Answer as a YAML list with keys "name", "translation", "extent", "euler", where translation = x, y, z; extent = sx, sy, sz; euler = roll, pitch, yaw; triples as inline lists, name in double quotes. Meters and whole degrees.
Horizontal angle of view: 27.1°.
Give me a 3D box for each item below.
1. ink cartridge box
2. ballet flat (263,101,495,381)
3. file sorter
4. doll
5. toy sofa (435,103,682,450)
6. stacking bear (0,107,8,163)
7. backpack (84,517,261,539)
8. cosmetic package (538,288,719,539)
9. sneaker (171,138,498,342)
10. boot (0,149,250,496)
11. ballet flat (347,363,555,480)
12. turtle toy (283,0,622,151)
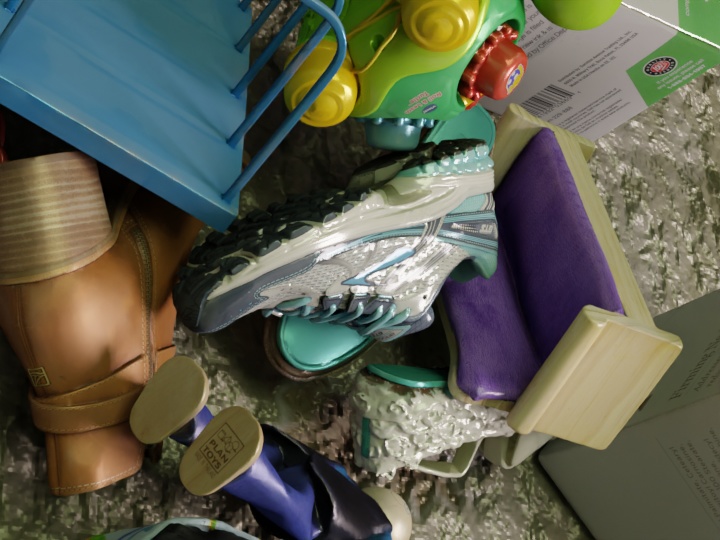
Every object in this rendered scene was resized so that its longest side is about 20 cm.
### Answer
- name: "ink cartridge box"
  translation: [0.106, -0.167, 0.922]
  extent: [0.198, 0.146, 0.085]
  euler: [18, 62, -29]
- name: "ballet flat"
  translation: [0.005, -0.016, 0.833]
  extent: [0.068, 0.067, 0.200]
  euler: [49, 65, -17]
- name: "file sorter"
  translation: [-0.086, -0.149, 0.716]
  extent: [0.138, 0.123, 0.201]
  euler: [30, 32, -22]
- name: "doll"
  translation: [-0.028, 0.109, 0.727]
  extent: [0.049, 0.136, 0.200]
  euler: [-50, 146, -1]
- name: "toy sofa"
  translation: [0.095, -0.005, 0.836]
  extent: [0.097, 0.083, 0.201]
  euler: [19, 34, -22]
- name: "stacking bear"
  translation: [-0.224, -0.129, 0.698]
  extent: [0.114, 0.120, 0.203]
  euler: [-21, 95, -75]
- name: "backpack"
  translation: [-0.062, 0.199, 0.666]
  extent: [0.200, 0.152, 0.164]
  euler: [48, 53, -36]
- name: "cosmetic package"
  translation: [0.250, 0.105, 0.876]
  extent: [0.167, 0.199, 0.167]
  euler: [53, 51, -5]
- name: "sneaker"
  translation: [0.000, 0.000, 0.743]
  extent: [0.199, 0.077, 0.087]
  euler: [-24, 104, -33]
- name: "boot"
  translation: [-0.111, 0.017, 0.743]
  extent: [0.199, 0.073, 0.157]
  euler: [-18, 100, -60]
- name: "ballet flat"
  translation: [0.066, 0.082, 0.847]
  extent: [0.198, 0.071, 0.073]
  euler: [0, 71, -42]
- name: "turtle toy"
  translation: [0.048, -0.136, 0.765]
  extent: [0.101, 0.199, 0.147]
  euler: [43, 34, -32]
